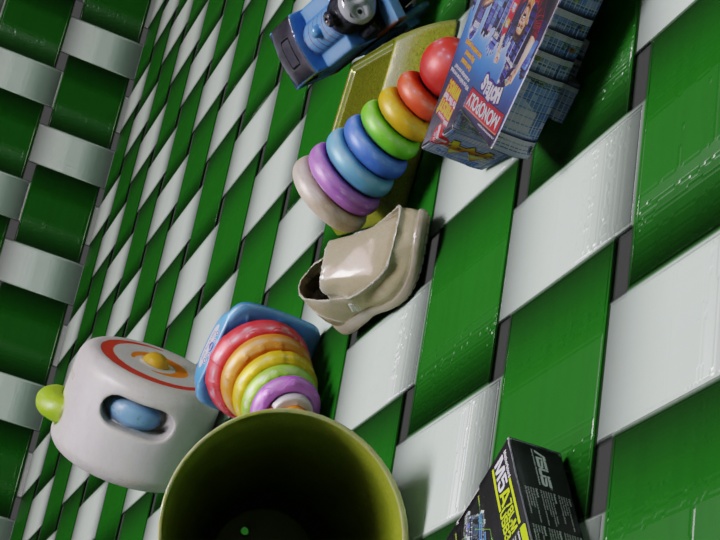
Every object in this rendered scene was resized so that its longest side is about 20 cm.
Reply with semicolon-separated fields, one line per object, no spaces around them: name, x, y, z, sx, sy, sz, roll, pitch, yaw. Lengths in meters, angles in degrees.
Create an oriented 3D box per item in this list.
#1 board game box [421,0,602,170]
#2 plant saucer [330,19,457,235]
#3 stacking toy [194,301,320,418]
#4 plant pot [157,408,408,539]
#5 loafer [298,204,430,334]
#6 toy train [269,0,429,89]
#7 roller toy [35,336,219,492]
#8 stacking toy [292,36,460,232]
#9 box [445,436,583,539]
board game box;0.121;-0.159;1.242;0.200;0.061;0.201;-113;43;-66
plant saucer;0.014;-0.144;1.588;0.199;0.048;0.202;169;119;-71
stacking toy;-0.076;0.124;1.524;0.117;0.109;0.200;-64;29;13
plant pot;-0.068;0.223;1.277;0.200;0.185;0.189;114;170;-72
loafer;0.000;0.000;1.439;0.200;0.068;0.076;134;151;-54
toy train;-0.011;-0.257;1.655;0.114;0.087;0.200;-30;2;-26
roller toy;-0.258;0.161;1.891;0.182;0.199;0.141;30;103;37
stacking toy;0.032;-0.126;1.437;0.200;0.085;0.086;-43;27;23
box;0.078;0.237;0.978;0.194;0.047;0.201;-60;19;27
